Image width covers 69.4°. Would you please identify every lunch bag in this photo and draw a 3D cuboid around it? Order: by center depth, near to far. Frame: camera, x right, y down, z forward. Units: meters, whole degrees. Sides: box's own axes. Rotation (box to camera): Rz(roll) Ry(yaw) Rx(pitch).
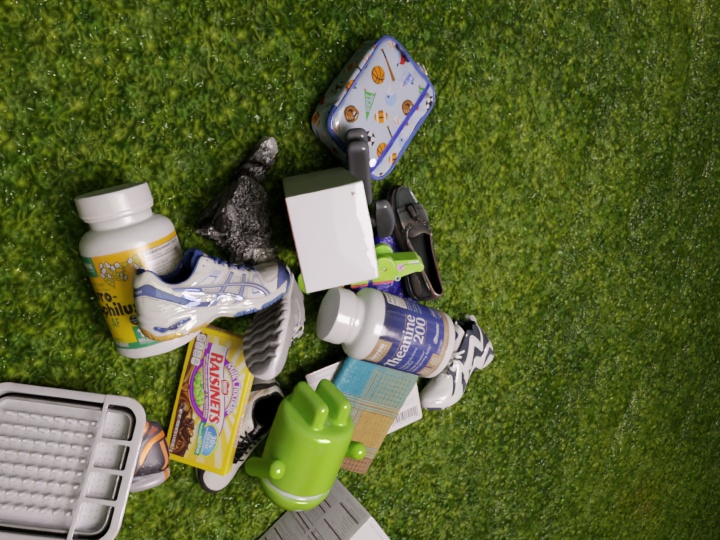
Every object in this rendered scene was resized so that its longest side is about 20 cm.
[{"bbox_3d":[0.029,-0.252,0.817,0.160,0.075,0.201,40,79,-34],"label":"lunch bag"}]

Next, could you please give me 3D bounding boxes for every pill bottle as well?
[{"bbox_3d":[-0.278,-0.003,0.651,0.112,0.113,0.201,-21,111,-27],"label":"pill bottle"},{"bbox_3d":[0.038,0.092,0.809,0.199,0.111,0.112,19,90,-23],"label":"pill bottle"}]

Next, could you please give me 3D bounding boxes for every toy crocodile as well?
[{"bbox_3d":[0.000,0.000,0.817,0.198,0.068,0.062,-6,114,-4],"label":"toy crocodile"}]

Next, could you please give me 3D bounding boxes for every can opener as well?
[{"bbox_3d":[0.012,-0.127,0.791,0.066,0.053,0.201,-10,143,3],"label":"can opener"}]

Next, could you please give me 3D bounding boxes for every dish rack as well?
[{"bbox_3d":[-0.368,0.231,0.625,0.199,0.044,0.173,9,72,-5],"label":"dish rack"}]

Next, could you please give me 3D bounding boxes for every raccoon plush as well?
[{"bbox_3d":[-0.132,-0.074,0.734,0.134,0.097,0.201,41,78,-29],"label":"raccoon plush"}]

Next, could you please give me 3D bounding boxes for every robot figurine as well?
[{"bbox_3d":[-0.081,0.262,0.765,0.175,0.116,0.201,3,114,-45],"label":"robot figurine"}]

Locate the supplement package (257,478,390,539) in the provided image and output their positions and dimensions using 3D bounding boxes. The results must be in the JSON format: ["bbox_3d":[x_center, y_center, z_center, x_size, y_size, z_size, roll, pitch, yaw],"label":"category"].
[{"bbox_3d":[-0.058,0.487,0.872,0.200,0.150,0.152,-40,119,-19],"label":"supplement package"}]

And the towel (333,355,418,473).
[{"bbox_3d":[-0.003,0.239,0.871,0.146,0.022,0.201,26,94,-29],"label":"towel"}]

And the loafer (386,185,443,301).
[{"bbox_3d":[0.098,-0.047,0.862,0.072,0.063,0.201,-18,97,-28],"label":"loafer"}]

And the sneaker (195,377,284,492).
[{"bbox_3d":[-0.183,0.247,0.786,0.074,0.080,0.201,29,86,-35],"label":"sneaker"}]

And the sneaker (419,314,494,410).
[{"bbox_3d":[0.169,0.161,0.990,0.199,0.079,0.130,-34,115,-22],"label":"sneaker"}]

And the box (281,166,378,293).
[{"bbox_3d":[-0.048,-0.066,0.720,0.097,0.200,0.125,-13,107,-6],"label":"box"}]

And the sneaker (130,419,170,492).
[{"bbox_3d":[-0.360,0.242,0.684,0.199,0.077,0.113,-8,91,-27],"label":"sneaker"}]

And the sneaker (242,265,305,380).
[{"bbox_3d":[-0.106,0.077,0.739,0.074,0.201,0.082,-26,124,23],"label":"sneaker"}]

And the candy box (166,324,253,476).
[{"bbox_3d":[-0.214,0.184,0.751,0.102,0.026,0.201,14,93,5],"label":"candy box"}]

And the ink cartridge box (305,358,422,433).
[{"bbox_3d":[0.004,0.214,0.903,0.199,0.045,0.177,-18,111,-21],"label":"ink cartridge box"}]

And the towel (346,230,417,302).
[{"bbox_3d":[0.044,0.042,0.903,0.147,0.049,0.201,31,83,-34],"label":"towel"}]

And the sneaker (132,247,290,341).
[{"bbox_3d":[-0.171,0.012,0.627,0.199,0.075,0.089,-22,111,-41],"label":"sneaker"}]
